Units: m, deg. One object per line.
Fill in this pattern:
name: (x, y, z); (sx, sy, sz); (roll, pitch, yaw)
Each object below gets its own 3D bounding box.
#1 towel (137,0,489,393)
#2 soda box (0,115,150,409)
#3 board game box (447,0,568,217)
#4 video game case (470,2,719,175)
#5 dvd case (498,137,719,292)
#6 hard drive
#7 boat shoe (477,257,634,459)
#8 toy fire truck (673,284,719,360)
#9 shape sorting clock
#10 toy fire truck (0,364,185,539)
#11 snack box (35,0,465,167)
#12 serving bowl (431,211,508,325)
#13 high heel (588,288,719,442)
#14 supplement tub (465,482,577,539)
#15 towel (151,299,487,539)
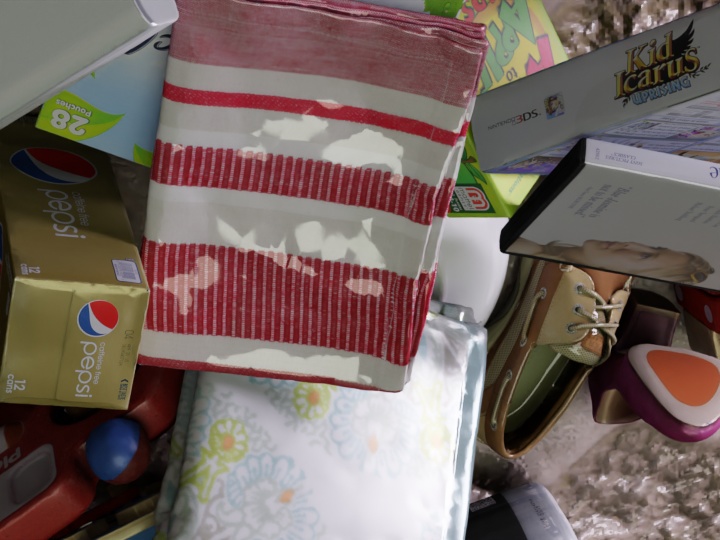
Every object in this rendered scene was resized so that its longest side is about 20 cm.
towel: (-0.028, -0.033, 0.753); (0.144, 0.023, 0.200); (7, 117, -8)
soda box: (-0.156, -0.011, 0.805); (0.064, 0.200, 0.068); (5, 116, -19)
board game box: (0.047, -0.136, 0.857); (0.102, 0.048, 0.200); (-53, 127, -32)
video game case: (0.188, -0.094, 0.843); (0.200, 0.181, 0.046); (-3, 78, -48)
dvd case: (0.189, -0.021, 0.857); (0.200, 0.143, 0.018); (10, 70, -9)
hard drive: (-0.184, -0.135, 0.740); (0.200, 0.027, 0.132); (-23, 93, 37)
boat shoe: (0.130, 0.031, 0.979); (0.076, 0.074, 0.200); (17, 112, -31)
toy fire truck: (0.284, -0.039, 0.974); (0.176, 0.129, 0.200); (-17, 109, -6)
shape sorting clock: (-0.131, 0.138, 0.909); (0.200, 0.200, 0.039); (-28, 92, 0)
toy fire truck: (-0.170, 0.088, 0.872); (0.200, 0.168, 0.112); (-33, 121, 3)
snack box: (-0.043, -0.133, 0.753); (0.168, 0.068, 0.200); (18, 124, -12)
serving bowl: (0.000, 0.000, 0.935); (0.200, 0.066, 0.200); (-7, 118, -13)
high heel: (0.176, 0.085, 0.955); (0.067, 0.200, 0.096); (15, 107, 1)
supplement tub: (0.048, 0.226, 1.035); (0.200, 0.123, 0.123); (-19, 121, -5)
towel: (-0.018, 0.090, 0.849); (0.171, 0.200, 0.048); (20, 155, -25)
